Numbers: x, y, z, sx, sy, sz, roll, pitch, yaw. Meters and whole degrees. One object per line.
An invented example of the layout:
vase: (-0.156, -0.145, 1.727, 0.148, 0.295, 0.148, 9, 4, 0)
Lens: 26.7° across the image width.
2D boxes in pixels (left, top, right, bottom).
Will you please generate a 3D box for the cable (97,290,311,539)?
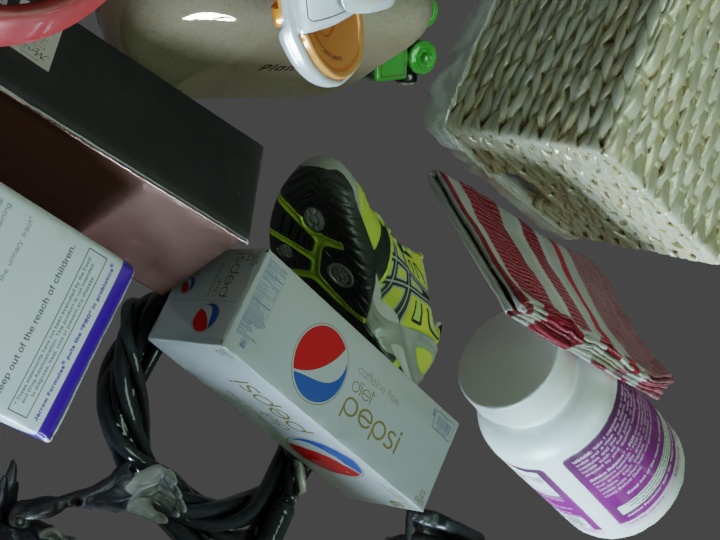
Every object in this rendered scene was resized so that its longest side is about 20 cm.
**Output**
cable: (-0.081, 0.083, 0.926, 0.163, 0.051, 0.200, -52, 130, -22)

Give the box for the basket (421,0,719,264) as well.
basket: (0.184, -0.132, 1.065, 0.198, 0.160, 0.201, 35, 78, -45)

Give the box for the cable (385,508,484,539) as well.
cable: (0.060, 0.271, 1.128, 0.200, 0.051, 0.164, 35, 76, -45)

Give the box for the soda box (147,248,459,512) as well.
soda box: (-0.028, 0.067, 0.894, 0.200, 0.068, 0.064, 45, 60, -38)

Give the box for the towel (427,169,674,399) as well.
towel: (0.137, 0.008, 1.080, 0.023, 0.144, 0.200, -44, 138, 18)

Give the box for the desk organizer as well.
desk organizer: (-0.154, -0.072, 0.801, 0.200, 0.077, 0.072, 33, 44, -29)

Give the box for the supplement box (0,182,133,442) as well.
supplement box: (-0.225, -0.009, 0.732, 0.200, 0.101, 0.104, 35, 76, -44)

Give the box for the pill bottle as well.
pill bottle: (0.156, 0.112, 1.136, 0.200, 0.112, 0.113, 45, 69, -42)

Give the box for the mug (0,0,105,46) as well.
mug: (-0.156, -0.196, 0.701, 0.199, 0.133, 0.179, -11, 102, -33)

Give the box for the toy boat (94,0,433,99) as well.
toy boat: (-0.060, -0.175, 0.857, 0.199, 0.130, 0.131, -7, 75, -44)

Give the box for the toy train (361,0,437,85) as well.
toy train: (0.019, -0.216, 0.964, 0.056, 0.042, 0.201, -11, 109, -32)

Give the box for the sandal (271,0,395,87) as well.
sandal: (-0.011, -0.180, 0.725, 0.079, 0.059, 0.208, -58, 147, -48)

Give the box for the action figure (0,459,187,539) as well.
action figure: (-0.134, 0.169, 0.812, 0.102, 0.199, 0.120, 0, 101, -57)

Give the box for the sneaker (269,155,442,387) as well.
sneaker: (0.000, 0.000, 0.989, 0.077, 0.075, 0.201, -54, 142, -34)
